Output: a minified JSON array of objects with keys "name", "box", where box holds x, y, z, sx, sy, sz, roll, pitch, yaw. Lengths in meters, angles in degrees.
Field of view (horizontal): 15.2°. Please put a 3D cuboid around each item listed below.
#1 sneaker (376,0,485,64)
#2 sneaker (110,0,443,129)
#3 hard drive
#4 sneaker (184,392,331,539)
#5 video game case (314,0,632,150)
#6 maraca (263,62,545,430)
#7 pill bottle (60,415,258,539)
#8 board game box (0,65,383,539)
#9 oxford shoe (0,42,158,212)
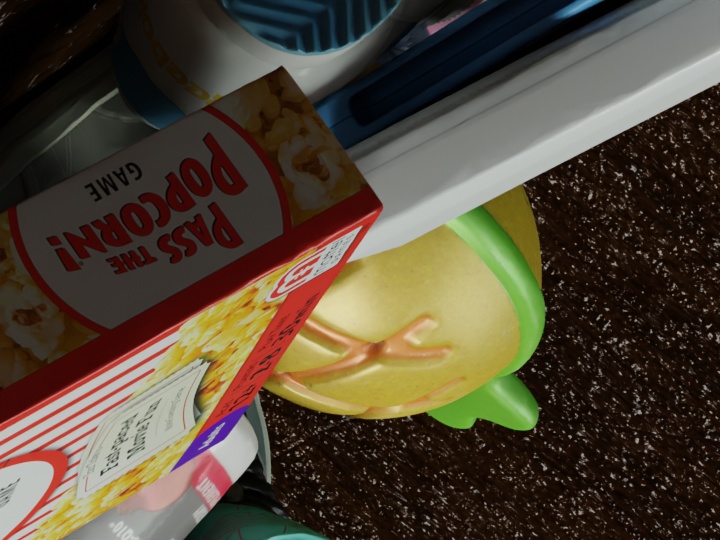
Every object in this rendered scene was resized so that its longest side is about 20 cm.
[{"name":"sneaker","box":[0.008,-0.098,0.864,0.082,0.070,0.200,-53,173,-22]},{"name":"sneaker","box":[0.009,-0.106,0.726,0.200,0.077,0.081,-38,-179,-37]},{"name":"hard drive","box":[0.084,-0.060,0.721,0.200,0.027,0.132,-28,178,9]},{"name":"sneaker","box":[-0.048,0.083,0.913,0.083,0.201,0.121,-7,172,-24]},{"name":"video game case","box":[0.073,-0.079,0.736,0.143,0.018,0.200,-24,177,-45]},{"name":"maraca","box":[0.000,0.000,0.894,0.107,0.137,0.200,-59,158,-19]},{"name":"pill bottle","box":[-0.135,0.090,0.829,0.200,0.111,0.111,-47,179,-10]},{"name":"board game box","box":[-0.104,0.042,0.650,0.200,0.046,0.152,-30,167,-28]},{"name":"oxford shoe","box":[-0.082,-0.011,0.743,0.075,0.058,0.200,-46,179,42]}]
